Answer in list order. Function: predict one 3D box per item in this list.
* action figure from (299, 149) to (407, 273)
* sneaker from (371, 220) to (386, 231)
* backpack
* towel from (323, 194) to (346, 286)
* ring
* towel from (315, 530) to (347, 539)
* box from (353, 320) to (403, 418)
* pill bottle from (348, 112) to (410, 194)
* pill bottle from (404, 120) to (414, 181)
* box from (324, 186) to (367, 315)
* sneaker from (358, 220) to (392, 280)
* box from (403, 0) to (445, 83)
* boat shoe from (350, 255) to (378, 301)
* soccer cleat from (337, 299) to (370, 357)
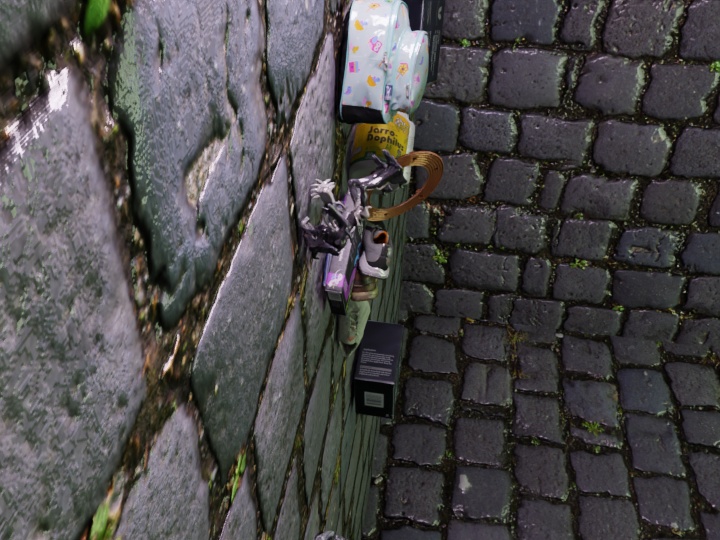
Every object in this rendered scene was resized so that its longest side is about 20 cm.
[{"bbox_3d":[-0.032,-0.093,1.096,0.200,0.102,0.119,-45,-161,-9],"label":"action figure"},{"bbox_3d":[0.006,-0.029,1.737,0.089,0.076,0.201,118,-13,-69],"label":"sneaker"},{"bbox_3d":[0.038,-0.354,1.256,0.176,0.152,0.201,-52,142,-68],"label":"backpack"},{"bbox_3d":[-0.042,-0.064,1.422,0.200,0.024,0.146,-57,156,-73],"label":"towel"},{"bbox_3d":[0.074,-0.169,1.488,0.201,0.199,0.019,85,-21,-61],"label":"ring"},{"bbox_3d":[-0.065,0.702,1.704,0.166,0.085,0.201,80,17,-72],"label":"towel"},{"bbox_3d":[0.053,0.284,2.143,0.197,0.117,0.201,89,11,-50],"label":"box"},{"bbox_3d":[0.043,-0.271,1.549,0.113,0.112,0.201,83,16,-66],"label":"pill bottle"},{"bbox_3d":[0.067,-0.303,1.730,0.114,0.114,0.201,-45,141,-80],"label":"pill bottle"},{"bbox_3d":[-0.024,-0.033,1.375,0.143,0.036,0.201,82,18,-71],"label":"box"},{"bbox_3d":[0.029,-0.058,1.493,0.200,0.074,0.080,-111,-140,-59],"label":"sneaker"},{"bbox_3d":[0.110,-0.533,1.716,0.200,0.117,0.198,-41,140,-62],"label":"box"},{"bbox_3d":[0.000,0.000,1.546,0.200,0.072,0.068,-108,-170,-72],"label":"boat shoe"},{"bbox_3d":[-0.018,0.115,1.614,0.200,0.069,0.078,92,11,-55],"label":"soccer cleat"}]
